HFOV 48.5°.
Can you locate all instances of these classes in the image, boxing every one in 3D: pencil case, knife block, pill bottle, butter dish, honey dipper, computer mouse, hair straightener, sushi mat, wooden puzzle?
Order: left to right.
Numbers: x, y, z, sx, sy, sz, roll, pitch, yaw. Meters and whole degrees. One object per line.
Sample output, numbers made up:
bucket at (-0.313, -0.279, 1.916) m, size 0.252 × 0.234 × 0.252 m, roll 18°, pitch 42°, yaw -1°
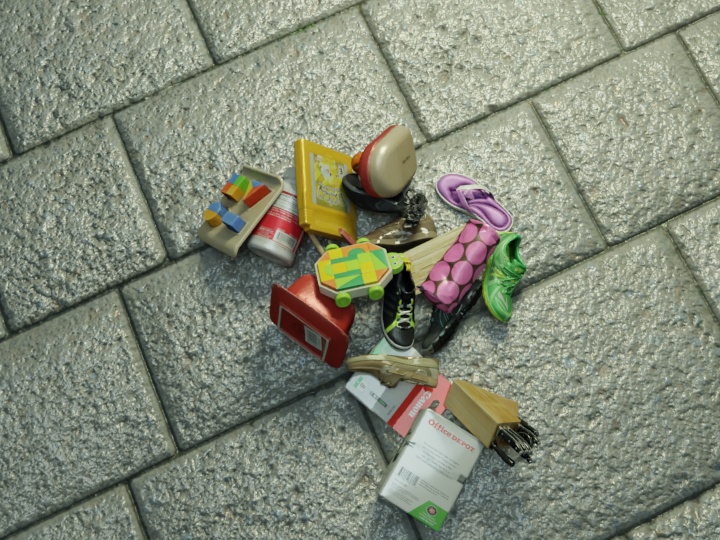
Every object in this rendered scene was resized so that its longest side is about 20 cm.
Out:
wooden puzzle at (-0.275, -0.141, 1.767) m, size 0.184 × 0.046 × 0.201 m, roll 23°, pitch 78°, yaw 50°
pill bottle at (-0.165, -0.122, 1.777) m, size 0.111 × 0.112 × 0.202 m, roll 21°, pitch 78°, yaw 7°
butter dish at (-0.082, 0.082, 1.700) m, size 0.198 × 0.201 × 0.148 m, roll 35°, pitch 63°, yaw 10°
honey dipper at (-0.078, -0.026, 1.748) m, size 0.038 × 0.038 × 0.201 m, roll -34°, pitch 103°, yaw -6°
hair straightener at (0.000, 0.000, 1.751) m, size 0.077 × 0.041 × 0.200 m, roll -44°, pitch 108°, yaw 11°
computer mouse at (0.046, -0.154, 1.785) m, size 0.197 × 0.139 × 0.053 m, roll 22°, pitch 123°, yaw 2°
sushi mat at (0.165, -0.019, 1.751) m, size 0.198 × 0.012 × 0.097 m, roll -25°, pitch 88°, yaw 4°
pencil case at (0.207, -0.014, 1.692) m, size 0.201 × 0.091 × 0.093 m, roll -51°, pitch 39°, yaw -7°
knife block at (0.264, 0.315, 1.623) m, size 0.197 × 0.176 × 0.065 m, roll 22°, pitch 110°, yaw 5°

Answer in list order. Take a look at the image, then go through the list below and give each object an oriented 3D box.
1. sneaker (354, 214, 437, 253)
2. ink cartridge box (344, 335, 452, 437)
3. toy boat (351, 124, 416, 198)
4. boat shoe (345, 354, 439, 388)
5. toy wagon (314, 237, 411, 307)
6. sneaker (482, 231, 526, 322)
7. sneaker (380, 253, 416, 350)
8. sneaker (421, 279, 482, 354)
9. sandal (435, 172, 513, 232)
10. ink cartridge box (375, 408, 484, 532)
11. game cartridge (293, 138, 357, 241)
sneaker at (0.072, -0.076, 1.791) m, size 0.197 × 0.071 × 0.076 m, roll -7°, pitch 58°, yaw -3°
ink cartridge box at (0.089, 0.252, 1.714) m, size 0.199 × 0.050 × 0.161 m, roll 38°, pitch 81°, yaw 12°
toy boat at (0.039, -0.238, 1.768) m, size 0.129 × 0.200 × 0.132 m, roll -2°, pitch 114°, yaw 24°
boat shoe at (0.066, 0.212, 1.666) m, size 0.196 × 0.071 × 0.066 m, roll 3°, pitch 78°, yaw 0°
toy wagon at (0.007, -0.005, 1.647) m, size 0.197 × 0.040 × 0.156 m, roll -12°, pitch 46°, yaw -3°
sneaker at (0.315, 0.010, 1.735) m, size 0.073 × 0.083 × 0.203 m, roll 14°, pitch 73°, yaw -41°
sneaker at (0.082, 0.066, 1.691) m, size 0.071 × 0.083 × 0.203 m, roll -4°, pitch 80°, yaw -16°
sneaker at (0.186, 0.092, 1.744) m, size 0.079 × 0.076 × 0.201 m, roll 31°, pitch 73°, yaw 23°
sandal at (0.261, -0.160, 1.800) m, size 0.201 × 0.050 × 0.083 m, roll 34°, pitch 80°, yaw 9°
ink cartridge box at (0.143, 0.407, 1.649) m, size 0.145 × 0.084 × 0.202 m, roll 32°, pitch 80°, yaw 1°
game cartridge at (-0.074, -0.173, 1.763) m, size 0.032 × 0.175 × 0.203 m, roll -16°, pitch 73°, yaw 36°
